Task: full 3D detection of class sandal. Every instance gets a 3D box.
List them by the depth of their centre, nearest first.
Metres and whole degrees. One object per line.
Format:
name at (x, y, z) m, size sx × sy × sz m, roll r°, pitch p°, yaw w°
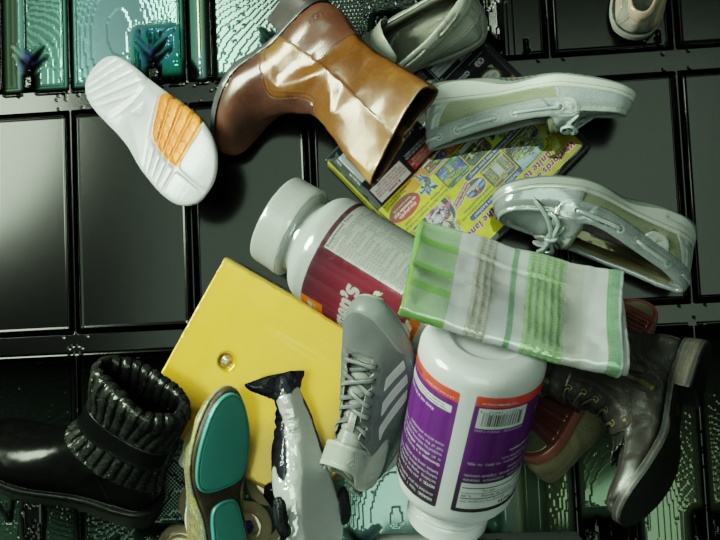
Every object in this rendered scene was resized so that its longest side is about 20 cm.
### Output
sandal at (-0.198, -0.143, 1.189) m, size 0.079 × 0.059 × 0.207 m, roll -47°, pitch 62°, yaw 9°

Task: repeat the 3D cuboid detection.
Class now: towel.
towel at (0.138, 0.019, 1.037) m, size 0.198 × 0.150 × 0.031 m, roll 16°, pitch 122°, yaw 0°

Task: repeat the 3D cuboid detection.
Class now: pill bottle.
pill bottle at (0.093, 0.143, 1.053) m, size 0.111 × 0.113 × 0.202 m, roll 13°, pitch 121°, yaw 6°
pill bottle at (0.000, 0.000, 1.127) m, size 0.199 × 0.110 × 0.110 m, roll 31°, pitch 88°, yaw 14°

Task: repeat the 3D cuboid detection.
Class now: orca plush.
orca plush at (-0.074, 0.199, 1.098) m, size 0.071 × 0.105 × 0.202 m, roll -16°, pitch 98°, yaw 35°

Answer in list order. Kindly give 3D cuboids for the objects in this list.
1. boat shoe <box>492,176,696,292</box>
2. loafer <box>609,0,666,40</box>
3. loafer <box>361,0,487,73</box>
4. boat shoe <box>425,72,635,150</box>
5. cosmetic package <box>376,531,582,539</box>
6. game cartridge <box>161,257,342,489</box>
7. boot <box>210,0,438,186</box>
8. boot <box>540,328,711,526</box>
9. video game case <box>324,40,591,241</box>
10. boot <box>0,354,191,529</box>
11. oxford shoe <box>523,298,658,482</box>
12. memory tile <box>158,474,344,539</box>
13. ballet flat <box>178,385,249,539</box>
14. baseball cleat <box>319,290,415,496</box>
boat shoe at (0.219, -0.035, 1.112) m, size 0.200 × 0.074 × 0.065 m, roll 16°, pitch 65°, yaw -10°
loafer at (0.286, -0.330, 1.158) m, size 0.071 × 0.063 × 0.203 m, roll 8°, pitch 86°, yaw 5°
loafer at (0.026, -0.215, 1.152) m, size 0.199 × 0.070 × 0.070 m, roll -28°, pitch 57°, yaw 13°
boat shoe at (0.159, -0.150, 1.128) m, size 0.199 × 0.074 × 0.066 m, roll -1°, pitch 90°, yaw 7°
cosmetic package at (0.112, 0.351, 1.088) m, size 0.197 × 0.123 × 0.203 m, roll -3°, pitch 86°, yaw 5°
game cartridge at (-0.089, 0.112, 1.156) m, size 0.199 × 0.032 × 0.178 m, roll 30°, pitch 88°, yaw 4°
boot at (-0.039, -0.144, 1.124) m, size 0.189 × 0.068 × 0.200 m, roll -50°, pitch 60°, yaw 10°
boot at (0.204, 0.116, 1.057) m, size 0.173 × 0.069 × 0.201 m, roll 14°, pitch 60°, yaw 31°
video game case at (0.095, -0.115, 1.176) m, size 0.200 × 0.026 × 0.181 m, roll -45°, pitch 83°, yaw -1°
boot at (-0.268, 0.148, 1.121) m, size 0.209 × 0.080 × 0.159 m, roll 15°, pitch 127°, yaw -2°
oxford shoe at (0.218, 0.113, 1.136) m, size 0.200 × 0.075 × 0.070 m, roll -47°, pitch 44°, yaw -12°
memory tile at (-0.101, 0.229, 1.167) m, size 0.152 × 0.017 × 0.202 m, roll 25°, pitch 87°, yaw 6°
ballet flat at (-0.141, 0.203, 1.116) m, size 0.070 × 0.071 × 0.203 m, roll -1°, pitch 103°, yaw 5°
baseball cleat at (0.005, 0.121, 1.059) m, size 0.069 × 0.202 × 0.106 m, roll 15°, pitch 42°, yaw 30°
